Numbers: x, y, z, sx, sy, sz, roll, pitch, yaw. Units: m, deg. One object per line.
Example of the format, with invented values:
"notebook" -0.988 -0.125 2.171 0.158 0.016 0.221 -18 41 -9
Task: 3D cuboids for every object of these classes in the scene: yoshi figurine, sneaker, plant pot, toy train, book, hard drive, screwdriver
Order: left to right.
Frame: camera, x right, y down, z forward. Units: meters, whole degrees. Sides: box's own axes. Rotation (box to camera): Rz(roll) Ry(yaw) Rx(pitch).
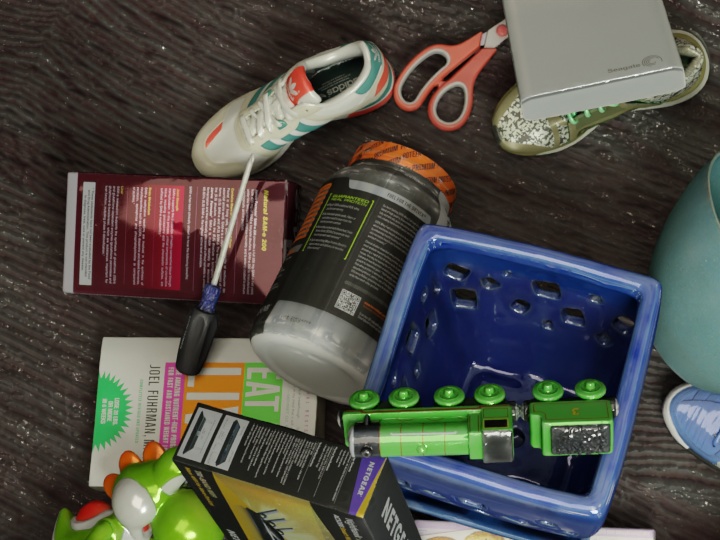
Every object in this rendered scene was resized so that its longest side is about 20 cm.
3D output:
"yoshi figurine" -0.187 0.236 1.247 0.112 0.113 0.200 38 105 -21
"book" -0.131 0.126 1.309 0.199 0.048 0.135 -1 75 11
"screwdriver" -0.120 -0.003 1.265 0.028 0.029 0.201 19 109 5
"sneaker" -0.066 -0.148 1.322 0.199 0.093 0.071 -25 76 4
"toy train" 0.081 0.108 1.052 0.199 0.057 0.042 -4 122 6
"plant pot" 0.116 0.106 1.181 0.199 0.180 0.201 14 65 13
"hard drive" 0.189 -0.209 1.270 0.131 0.027 0.201 -11 44 8
"sneaker" 0.203 -0.157 1.275 0.199 0.089 0.077 -23 89 5
"plant pot" 0.304 0.021 1.196 0.135 0.200 0.201 -45 72 38
"sneaker" 0.336 0.145 1.207 0.199 0.077 0.076 27 86 15

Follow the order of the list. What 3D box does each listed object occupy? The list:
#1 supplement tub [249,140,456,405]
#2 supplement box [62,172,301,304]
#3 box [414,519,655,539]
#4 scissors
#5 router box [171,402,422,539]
"supplement tub" 0.000 0.000 1.255 0.122 0.123 0.201 21 67 13
"supplement box" -0.156 -0.029 1.322 0.199 0.061 0.110 4 92 11
"box" 0.142 0.229 1.243 0.199 0.039 0.042 2 80 10
"scissors" 0.112 -0.210 1.340 0.073 0.014 0.200 40 88 6
"router box" -0.042 0.185 1.169 0.156 0.200 0.052 13 63 20
